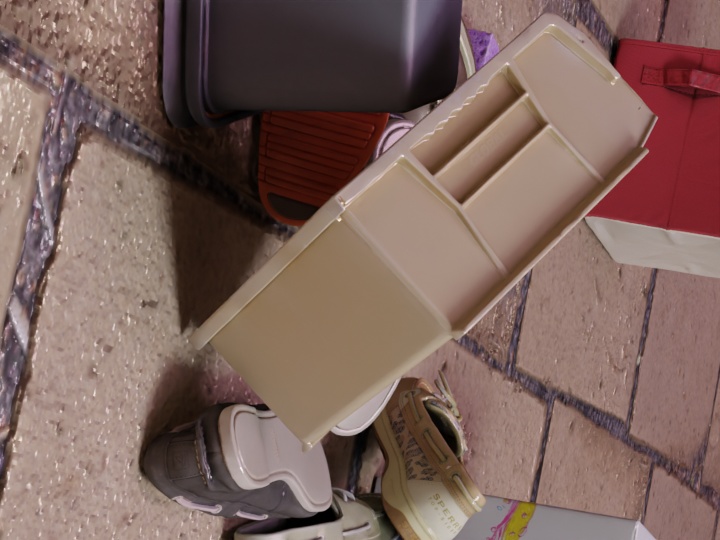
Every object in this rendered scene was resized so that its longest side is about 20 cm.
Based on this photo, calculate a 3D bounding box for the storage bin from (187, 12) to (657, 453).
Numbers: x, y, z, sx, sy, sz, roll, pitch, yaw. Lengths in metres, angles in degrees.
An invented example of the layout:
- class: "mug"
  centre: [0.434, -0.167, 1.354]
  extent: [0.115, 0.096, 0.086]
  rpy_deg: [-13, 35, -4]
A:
- class: "storage bin"
  centre: [0.036, -0.020, 1.099]
  extent: [0.198, 0.094, 0.200]
  rpy_deg: [-43, 180, -34]

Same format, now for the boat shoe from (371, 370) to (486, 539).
- class: "boat shoe"
  centre: [0.052, 0.125, 1.382]
  extent: [0.073, 0.063, 0.200]
  rpy_deg: [51, 14, -22]

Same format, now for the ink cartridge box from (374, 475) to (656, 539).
- class: "ink cartridge box"
  centre: [0.109, 0.245, 1.475]
  extent: [0.145, 0.199, 0.145]
  rpy_deg: [44, 57, -65]

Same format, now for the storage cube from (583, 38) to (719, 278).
- class: "storage cube"
  centre: [0.324, -0.102, 1.961]
  extent: [0.200, 0.170, 0.181]
  rpy_deg: [38, 64, -67]

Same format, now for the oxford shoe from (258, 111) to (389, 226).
- class: "oxford shoe"
  centre: [-0.011, -0.123, 1.208]
  extent: [0.073, 0.071, 0.201]
  rpy_deg: [-115, -136, -86]

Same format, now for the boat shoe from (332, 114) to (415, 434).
- class: "boat shoe"
  centre: [0.000, 0.000, 1.279]
  extent: [0.067, 0.057, 0.201]
  rpy_deg: [7, 96, -35]

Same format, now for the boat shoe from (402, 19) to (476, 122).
- class: "boat shoe"
  centre: [0.033, -0.097, 1.328]
  extent: [0.075, 0.074, 0.203]
  rpy_deg: [-55, 148, -39]

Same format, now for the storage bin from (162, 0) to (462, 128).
- class: "storage bin"
  centre: [-0.014, -0.172, 1.085]
  extent: [0.145, 0.134, 0.201]
  rpy_deg: [-27, 124, -65]

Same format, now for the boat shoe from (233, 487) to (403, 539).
- class: "boat shoe"
  centre: [-0.020, 0.170, 1.291]
  extent: [0.200, 0.072, 0.062]
  rpy_deg: [-24, 114, -65]

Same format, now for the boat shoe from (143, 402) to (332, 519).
- class: "boat shoe"
  centre: [-0.068, 0.110, 1.181]
  extent: [0.200, 0.057, 0.067]
  rpy_deg: [33, 45, -72]

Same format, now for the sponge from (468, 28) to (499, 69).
- class: "sponge"
  centre: [0.076, -0.067, 1.511]
  extent: [0.112, 0.030, 0.201]
  rpy_deg: [56, 46, -61]
